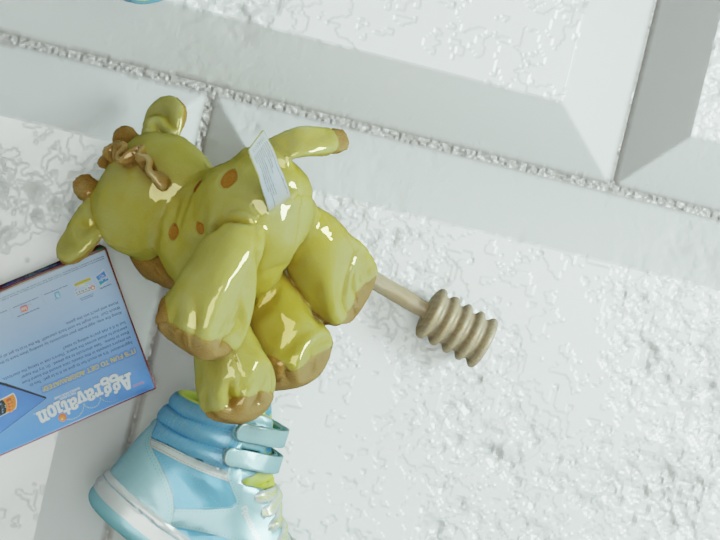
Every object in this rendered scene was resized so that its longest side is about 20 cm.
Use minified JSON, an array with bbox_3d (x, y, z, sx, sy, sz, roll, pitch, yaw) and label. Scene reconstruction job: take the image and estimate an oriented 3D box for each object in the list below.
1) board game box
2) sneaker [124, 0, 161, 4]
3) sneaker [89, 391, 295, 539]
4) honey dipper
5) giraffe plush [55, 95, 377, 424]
[{"bbox_3d":[-0.241,0.068,1.695,0.199,0.019,0.104,-23,102,-16],"label":"board game box"},{"bbox_3d":[-0.193,-0.211,1.639,0.198,0.131,0.080,1,97,-10],"label":"sneaker"},{"bbox_3d":[-0.065,0.155,1.716,0.199,0.080,0.131,34,90,-12],"label":"sneaker"},{"bbox_3d":[0.000,0.000,1.745,0.199,0.038,0.038,31,90,-7],"label":"honey dipper"},{"bbox_3d":[-0.106,-0.023,1.663,0.172,0.161,0.201,-35,132,-39],"label":"giraffe plush"}]
